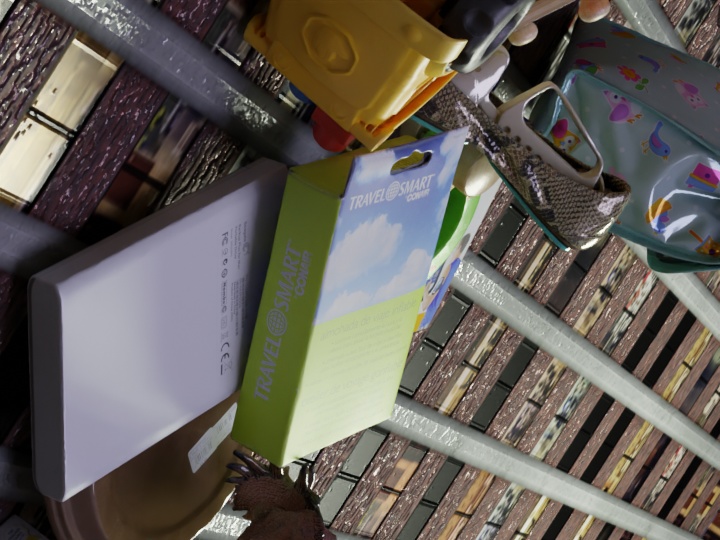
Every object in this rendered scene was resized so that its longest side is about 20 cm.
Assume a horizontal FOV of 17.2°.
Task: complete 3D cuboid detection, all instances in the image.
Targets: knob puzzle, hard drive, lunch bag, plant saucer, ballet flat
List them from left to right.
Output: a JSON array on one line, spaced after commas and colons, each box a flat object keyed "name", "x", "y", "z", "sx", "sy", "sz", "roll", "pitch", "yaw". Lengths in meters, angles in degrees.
[{"name": "hard drive", "x": -0.109, "y": 0.030, "z": 1.338, "sx": 0.200, "sy": 0.026, "sz": 0.133, "roll": -31, "pitch": 131, "yaw": -48}, {"name": "plant saucer", "x": -0.114, "y": 0.087, "z": 1.418, "sx": 0.200, "sy": 0.029, "sz": 0.201, "roll": -35, "pitch": 135, "yaw": -46}, {"name": "ballet flat", "x": 0.088, "y": -0.095, "z": 1.468, "sx": 0.075, "sy": 0.200, "sz": 0.068, "roll": -46, "pitch": -164, "yaw": 21}, {"name": "knob puzzle", "x": 0.160, "y": -0.182, "z": 1.480, "sx": 0.218, "sy": 0.031, "sz": 0.220, "roll": -26, "pitch": -173, "yaw": 3}, {"name": "lunch bag", "x": 0.222, "y": -0.084, "z": 1.715, "sx": 0.123, "sy": 0.199, "sz": 0.171, "roll": -63, "pitch": -177, "yaw": 23}]

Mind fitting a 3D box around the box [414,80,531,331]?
[{"name": "box", "x": 0.051, "y": -0.044, "z": 1.672, "sx": 0.119, "sy": 0.041, "sz": 0.201, "roll": -14, "pitch": 136, "yaw": -62}]

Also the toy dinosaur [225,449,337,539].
[{"name": "toy dinosaur", "x": -0.048, "y": 0.166, "z": 1.390, "sx": 0.136, "sy": 0.086, "sz": 0.200, "roll": -52, "pitch": -157, "yaw": -16}]

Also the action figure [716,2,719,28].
[{"name": "action figure", "x": 0.234, "y": -0.245, "z": 1.630, "sx": 0.193, "sy": 0.199, "sz": 0.105, "roll": 42, "pitch": 52, "yaw": -45}]

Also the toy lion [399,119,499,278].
[{"name": "toy lion", "x": 0.000, "y": 0.000, "z": 1.551, "sx": 0.199, "sy": 0.069, "sz": 0.192, "roll": -34, "pitch": 151, "yaw": -32}]

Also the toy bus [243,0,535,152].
[{"name": "toy bus", "x": 0.031, "y": -0.159, "z": 1.339, "sx": 0.200, "sy": 0.136, "sz": 0.192, "roll": -44, "pitch": 170, "yaw": -39}]

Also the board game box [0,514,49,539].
[{"name": "board game box", "x": -0.246, "y": 0.255, "z": 1.431, "sx": 0.134, "sy": 0.034, "sz": 0.201, "roll": -40, "pitch": 154, "yaw": -39}]

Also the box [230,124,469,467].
[{"name": "box", "x": -0.007, "y": 0.007, "z": 1.405, "sx": 0.122, "sy": 0.047, "sz": 0.201, "roll": -20, "pitch": 131, "yaw": -52}]
